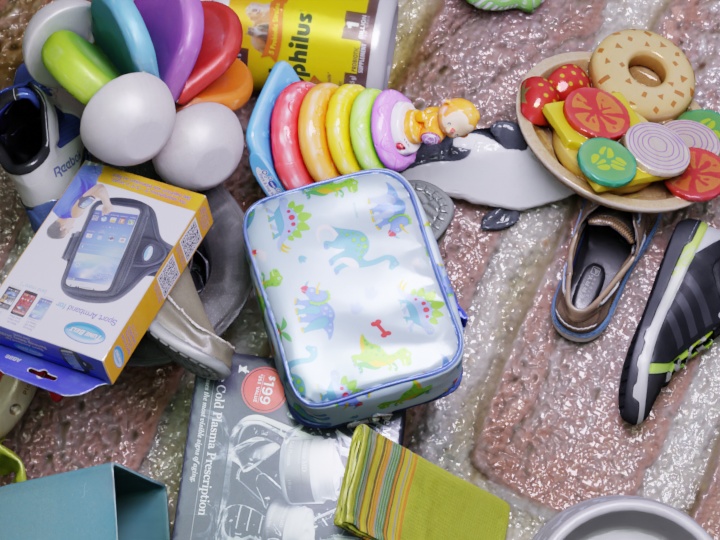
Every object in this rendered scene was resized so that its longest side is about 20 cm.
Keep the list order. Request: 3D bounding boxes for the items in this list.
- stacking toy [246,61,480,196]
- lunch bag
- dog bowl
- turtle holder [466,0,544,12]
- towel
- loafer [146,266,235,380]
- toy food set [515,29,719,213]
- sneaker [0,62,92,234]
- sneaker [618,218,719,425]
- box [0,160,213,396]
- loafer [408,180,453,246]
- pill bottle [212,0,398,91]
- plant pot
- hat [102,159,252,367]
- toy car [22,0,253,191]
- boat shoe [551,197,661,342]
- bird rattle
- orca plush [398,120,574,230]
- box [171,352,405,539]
[{"bbox_3d":[0.012,-0.118,1.680,0.199,0.116,0.110,-5,47,29],"label":"stacking toy"},{"bbox_3d":[-0.003,0.023,1.625,0.160,0.083,0.201,-16,67,-6],"label":"lunch bag"},{"bbox_3d":[0.227,0.284,1.659,0.199,0.059,0.201,0,75,2],"label":"dog bowl"},{"bbox_3d":[0.110,-0.334,1.791,0.131,0.141,0.186,-25,66,-23],"label":"turtle holder"},{"bbox_3d":[0.057,0.201,1.631,0.018,0.200,0.086,-7,62,44],"label":"towel"},{"bbox_3d":[-0.170,0.013,1.641,0.200,0.075,0.070,41,81,21],"label":"loafer"},{"bbox_3d":[0.234,-0.128,1.729,0.199,0.049,0.198,-12,55,-29],"label":"toy food set"},{"bbox_3d":[-0.282,-0.135,1.718,0.080,0.115,0.200,-19,46,8],"label":"sneaker"},{"bbox_3d":[0.287,0.047,1.716,0.082,0.072,0.201,21,76,5],"label":"sneaker"},{"bbox_3d":[-0.217,0.007,1.591,0.119,0.042,0.200,16,55,20],"label":"box"},{"bbox_3d":[0.000,0.000,1.729,0.200,0.070,0.075,-40,71,-5],"label":"loafer"},{"bbox_3d":[-0.070,-0.214,1.775,0.199,0.109,0.110,9,75,4],"label":"pill bottle"},{"bbox_3d":[-0.272,0.250,1.639,0.199,0.141,0.142,-8,74,11],"label":"plant pot"},{"bbox_3d":[-0.179,-0.002,1.732,0.200,0.081,0.202,-3,71,9],"label":"hat"},{"bbox_3d":[-0.173,-0.174,1.657,0.150,0.200,0.175,-52,50,16],"label":"toy car"},{"bbox_3d":[0.225,-0.036,1.738,0.072,0.072,0.201,16,74,6],"label":"boat shoe"},{"bbox_3d":[-0.313,0.090,1.678,0.163,0.112,0.201,39,108,46],"label":"bird rattle"},{"bbox_3d":[0.101,-0.092,1.778,0.199,0.071,0.106,-15,119,7],"label":"orca plush"},{"bbox_3d":[-0.058,0.182,1.669,0.181,0.104,0.201,6,75,2],"label":"box"}]
